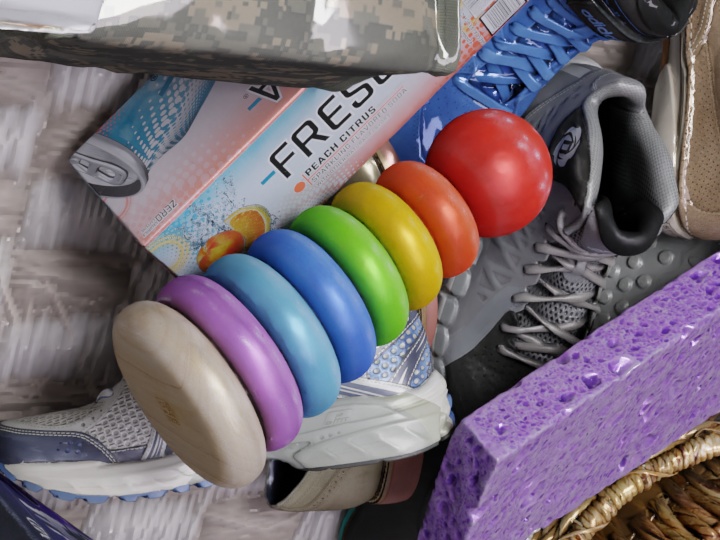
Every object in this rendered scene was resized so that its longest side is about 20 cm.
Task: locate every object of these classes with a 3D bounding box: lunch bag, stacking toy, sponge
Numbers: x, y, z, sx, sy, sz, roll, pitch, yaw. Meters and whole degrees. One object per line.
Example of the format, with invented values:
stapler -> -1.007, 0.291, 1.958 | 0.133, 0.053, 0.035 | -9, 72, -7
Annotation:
lunch bag -> -0.050, -0.172, 0.835 | 0.164, 0.118, 0.201 | 3, 88, -30
stacking toy -> 0.000, 0.000, 0.940 | 0.200, 0.085, 0.085 | -36, 130, -20
sponge -> 0.113, 0.062, 1.057 | 0.200, 0.030, 0.112 | -29, 152, -31

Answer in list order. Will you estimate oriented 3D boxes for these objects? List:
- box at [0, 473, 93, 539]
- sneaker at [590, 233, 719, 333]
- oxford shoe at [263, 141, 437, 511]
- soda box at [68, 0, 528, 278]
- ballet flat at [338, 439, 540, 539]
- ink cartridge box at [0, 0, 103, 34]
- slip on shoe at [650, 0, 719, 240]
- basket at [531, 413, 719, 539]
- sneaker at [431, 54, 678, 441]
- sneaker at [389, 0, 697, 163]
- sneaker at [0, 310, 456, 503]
box -> -0.123, 0.184, 0.993 | 0.104, 0.148, 0.200 | -49, 132, -4
sneaker -> 0.179, -0.044, 1.137 | 0.200, 0.076, 0.080 | -56, 152, -2
oxford shoe -> -0.012, 0.028, 1.044 | 0.074, 0.071, 0.200 | -13, 119, -22
soda box -> -0.021, -0.084, 0.958 | 0.200, 0.068, 0.064 | -45, 142, 0
ballet flat -> 0.077, 0.087, 1.139 | 0.200, 0.068, 0.068 | -43, 134, -9
ink cartridge box -> -0.143, -0.177, 0.748 | 0.083, 0.200, 0.146 | 5, 111, -37
slip on shoe -> 0.174, -0.114, 1.065 | 0.076, 0.060, 0.201 | 16, 80, -49
basket -> 0.159, 0.164, 1.187 | 0.200, 0.149, 0.143 | -38, 130, -12
sneaker -> 0.090, 0.002, 1.045 | 0.075, 0.115, 0.201 | 8, 95, -21
sneaker -> 0.082, -0.111, 1.006 | 0.077, 0.111, 0.200 | 27, 97, -40
sneaker -> -0.063, 0.047, 1.000 | 0.199, 0.077, 0.085 | -9, 94, -3
